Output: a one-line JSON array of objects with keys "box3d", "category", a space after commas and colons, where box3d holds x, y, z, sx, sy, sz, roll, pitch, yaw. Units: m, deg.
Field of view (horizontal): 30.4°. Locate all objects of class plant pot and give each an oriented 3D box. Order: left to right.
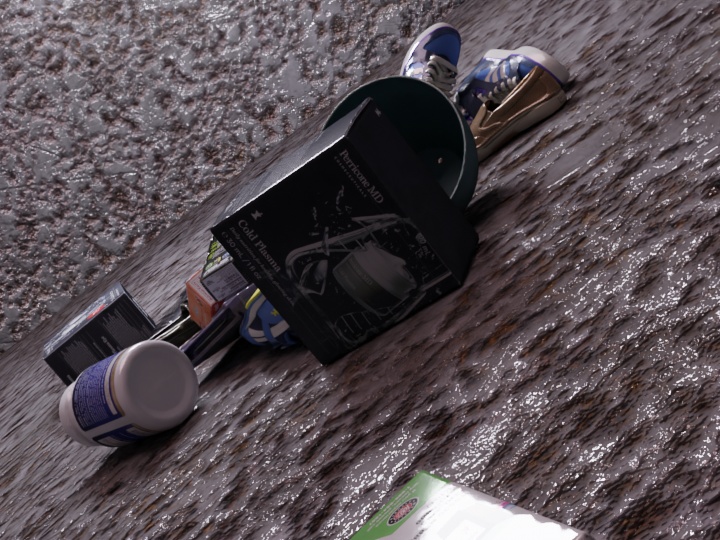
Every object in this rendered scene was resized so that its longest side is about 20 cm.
[{"box3d": [0.062, -0.119, 1.596, 0.200, 0.200, 0.135, -34, -24, 19], "category": "plant pot"}]

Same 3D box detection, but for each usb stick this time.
[{"box3d": [-0.304, 0.067, 2.286, 0.055, 0.033, 0.200, -25, 17, 25], "category": "usb stick"}]

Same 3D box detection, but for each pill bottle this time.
[{"box3d": [-0.305, 0.165, 1.714, 0.200, 0.116, 0.116, -24, 19, 49], "category": "pill bottle"}]

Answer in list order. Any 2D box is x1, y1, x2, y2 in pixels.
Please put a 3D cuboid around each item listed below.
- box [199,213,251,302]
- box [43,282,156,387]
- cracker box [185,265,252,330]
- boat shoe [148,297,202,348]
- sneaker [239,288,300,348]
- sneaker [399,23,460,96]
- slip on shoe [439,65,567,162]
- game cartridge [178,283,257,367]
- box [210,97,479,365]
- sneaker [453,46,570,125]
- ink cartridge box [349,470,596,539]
[{"box3d": [-0.116, -0.064, 1.782, 0.200, 0.048, 0.193, -31, 21, 17], "category": "box"}, {"box3d": [-0.464, 0.123, 2.371, 0.182, 0.104, 0.200, -41, 12, -7], "category": "box"}, {"box3d": [-0.163, -0.002, 1.947, 0.200, 0.058, 0.134, -42, -14, -19], "category": "cracker box"}, {"box3d": [-0.242, 0.068, 2.017, 0.200, 0.064, 0.071, -44, 13, -27], "category": "boat shoe"}, {"box3d": [-0.095, 0.061, 1.615, 0.074, 0.082, 0.200, -56, -3, -15], "category": "sneaker"}, {"box3d": [0.108, -0.240, 1.852, 0.200, 0.081, 0.146, -59, 35, 5], "category": "sneaker"}, {"box3d": [0.181, -0.201, 1.783, 0.200, 0.061, 0.076, -31, 14, 32], "category": "slip on shoe"}, {"box3d": [-0.163, 0.060, 1.758, 0.200, 0.038, 0.130, -43, -1, 44], "category": "game cartridge"}, {"box3d": [-0.014, -0.040, 1.421, 0.197, 0.200, 0.124, -33, 15, 26], "category": "box"}, {"box3d": [0.199, -0.237, 1.872, 0.147, 0.081, 0.200, -57, 27, -5], "category": "sneaker"}, {"box3d": [0.043, 0.190, 0.671, 0.145, 0.084, 0.200, -42, 13, -15], "category": "ink cartridge box"}]
